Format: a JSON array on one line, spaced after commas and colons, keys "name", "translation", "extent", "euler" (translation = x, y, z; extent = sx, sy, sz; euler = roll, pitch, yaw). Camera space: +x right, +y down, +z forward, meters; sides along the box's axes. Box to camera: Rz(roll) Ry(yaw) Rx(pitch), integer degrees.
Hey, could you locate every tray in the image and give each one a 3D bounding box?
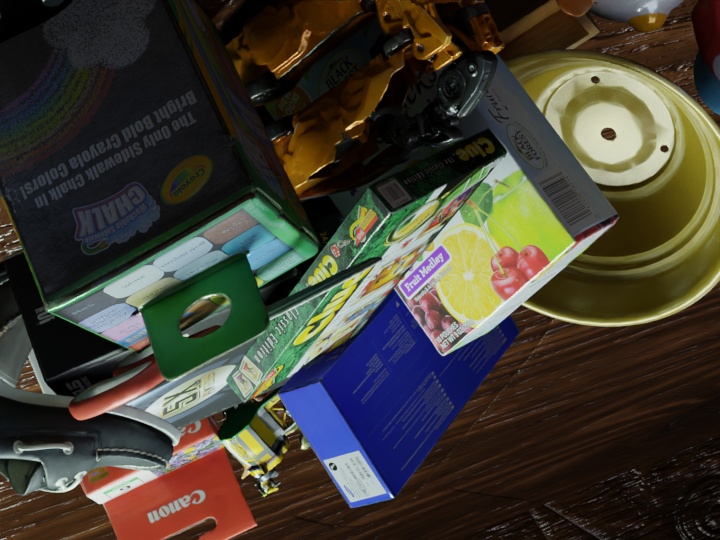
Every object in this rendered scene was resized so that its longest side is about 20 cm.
[{"name": "tray", "translation": [0.056, -0.134, 1.059], "extent": [0.199, 0.037, 0.099], "euler": [-31, 162, 16]}]

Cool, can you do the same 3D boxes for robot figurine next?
[{"name": "robot figurine", "translation": [-0.003, -0.117, 0.869], "extent": [0.200, 0.146, 0.058], "euler": [-30, 170, 40]}]

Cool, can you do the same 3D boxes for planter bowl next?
[{"name": "planter bowl", "translation": [0.150, -0.069, 0.997], "extent": [0.200, 0.200, 0.084], "euler": [-42, -169, 41]}]

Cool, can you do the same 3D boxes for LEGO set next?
[{"name": "LEGO set", "translation": [-0.035, 0.100, 1.201], "extent": [0.154, 0.116, 0.200], "euler": [-42, -157, -5]}]

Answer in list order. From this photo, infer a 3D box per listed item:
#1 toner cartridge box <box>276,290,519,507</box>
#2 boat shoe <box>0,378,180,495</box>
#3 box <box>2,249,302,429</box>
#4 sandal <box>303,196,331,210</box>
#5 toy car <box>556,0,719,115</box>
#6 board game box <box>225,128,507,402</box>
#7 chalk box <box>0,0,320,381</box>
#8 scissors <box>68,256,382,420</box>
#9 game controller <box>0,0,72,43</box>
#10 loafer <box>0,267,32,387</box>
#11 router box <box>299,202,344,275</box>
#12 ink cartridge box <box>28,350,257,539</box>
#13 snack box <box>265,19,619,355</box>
[{"name": "toner cartridge box", "translation": [0.031, 0.061, 1.069], "extent": [0.043, 0.095, 0.200], "euler": [-19, -162, 40]}, {"name": "boat shoe", "translation": [-0.193, 0.099, 0.905], "extent": [0.199, 0.061, 0.075], "euler": [17, 156, -34]}, {"name": "box", "translation": [-0.118, 0.030, 1.011], "extent": [0.163, 0.087, 0.200], "euler": [-22, 161, -5]}, {"name": "sandal", "translation": [-0.086, -0.057, 1.005], "extent": [0.199, 0.045, 0.075], "euler": [10, 152, -38]}, {"name": "toy car", "translation": [0.186, -0.179, 0.930], "extent": [0.199, 0.178, 0.184], "euler": [-8, 170, -13]}, {"name": "board game box", "translation": [0.000, 0.000, 0.908], "extent": [0.104, 0.024, 0.200], "euler": [-26, 163, -41]}, {"name": "chalk box", "translation": [-0.107, -0.041, 0.822], "extent": [0.124, 0.201, 0.124], "euler": [-27, 163, 7]}, {"name": "scissors", "translation": [-0.076, 0.039, 0.835], "extent": [0.199, 0.014, 0.073], "euler": [-20, -167, 37]}, {"name": "game controller", "translation": [-0.227, -0.115, 0.711], "extent": [0.199, 0.042, 0.104], "euler": [-26, 162, -2]}, {"name": "loafer", "translation": [-0.250, 0.050, 1.087], "extent": [0.199, 0.073, 0.073], "euler": [-27, 161, 1]}, {"name": "router box", "translation": [0.011, -0.036, 1.133], "extent": [0.148, 0.051, 0.200], "euler": [-25, -175, -6]}, {"name": "ink cartridge box", "translation": [-0.166, 0.120, 1.189], "extent": [0.108, 0.201, 0.050], "euler": [-25, 163, -3]}, {"name": "snack box", "translation": [0.043, -0.068, 0.949], "extent": [0.053, 0.201, 0.142], "euler": [-26, 167, -44]}]
